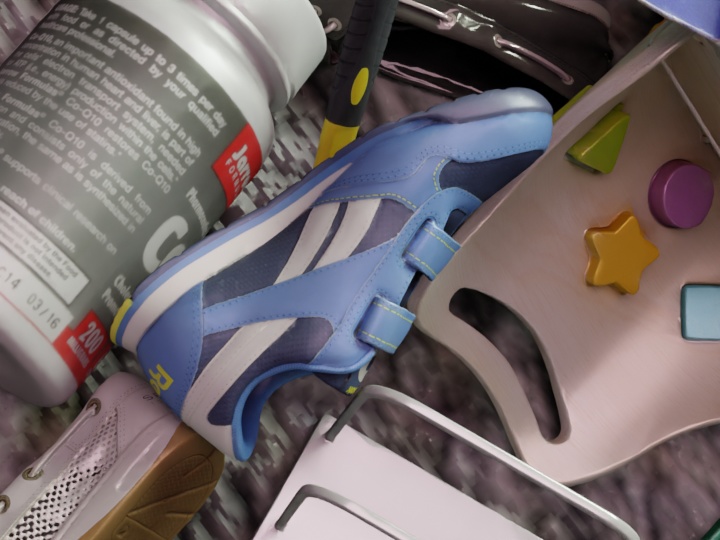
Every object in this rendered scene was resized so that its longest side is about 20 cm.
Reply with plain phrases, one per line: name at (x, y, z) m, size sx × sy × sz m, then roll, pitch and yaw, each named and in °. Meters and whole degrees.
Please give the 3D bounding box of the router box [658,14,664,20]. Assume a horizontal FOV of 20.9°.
router box at (0.237, -0.169, 0.959) m, size 0.200 × 0.051 × 0.149 m, roll -32°, pitch 85°, yaw -16°

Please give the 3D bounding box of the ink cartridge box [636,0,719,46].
ink cartridge box at (0.214, -0.134, 0.817) m, size 0.200 × 0.041 × 0.200 m, roll 27°, pitch 43°, yaw -8°

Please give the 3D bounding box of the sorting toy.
sorting toy at (0.118, 0.000, 0.861) m, size 0.180 × 0.107 × 0.200 m, roll -39°, pitch 114°, yaw -6°

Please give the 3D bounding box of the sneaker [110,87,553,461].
sneaker at (0.000, 0.000, 0.785) m, size 0.200 × 0.074 × 0.082 m, roll -34°, pitch 76°, yaw 7°

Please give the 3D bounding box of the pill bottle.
pill bottle at (-0.110, -0.051, 0.833) m, size 0.114 × 0.114 × 0.200 m, roll 38°, pitch 72°, yaw 2°

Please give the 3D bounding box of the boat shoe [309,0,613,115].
boat shoe at (0.022, -0.111, 0.899) m, size 0.200 × 0.067 × 0.057 m, roll 11°, pitch 69°, yaw -11°

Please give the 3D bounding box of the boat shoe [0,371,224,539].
boat shoe at (-0.146, 0.126, 0.809) m, size 0.200 × 0.071 × 0.069 m, roll -46°, pitch 60°, yaw -10°

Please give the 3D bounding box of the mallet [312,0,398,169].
mallet at (-0.019, -0.057, 0.826) m, size 0.066 × 0.200 × 0.041 m, roll -2°, pitch 32°, yaw -20°

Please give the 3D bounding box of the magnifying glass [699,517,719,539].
magnifying glass at (0.191, 0.110, 0.892) m, size 0.080 × 0.022 × 0.200 m, roll 20°, pitch 72°, yaw -4°

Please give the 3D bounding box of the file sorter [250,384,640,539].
file sorter at (0.004, 0.167, 0.789) m, size 0.139 × 0.125 × 0.200 m, roll 30°, pitch 72°, yaw -1°
